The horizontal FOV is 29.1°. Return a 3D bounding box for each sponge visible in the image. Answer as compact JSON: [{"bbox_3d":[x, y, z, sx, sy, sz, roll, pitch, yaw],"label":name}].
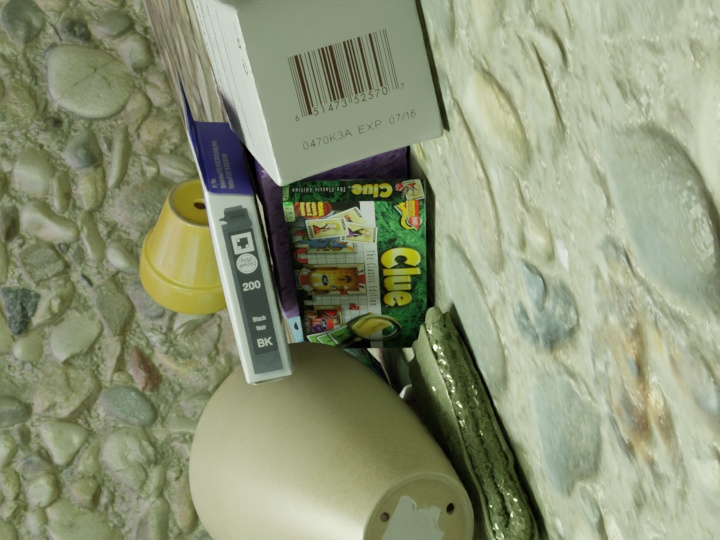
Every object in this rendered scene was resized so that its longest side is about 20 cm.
[{"bbox_3d":[-0.019,-0.039,1.073,0.201,0.111,0.030,86,165,-56],"label":"sponge"}]

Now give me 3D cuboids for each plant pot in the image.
[{"bbox_3d":[-0.291,-0.056,2.488,0.190,0.199,0.202,104,150,-45],"label":"plant pot"},{"bbox_3d":[-0.007,0.168,1.044,0.200,0.186,0.189,21,130,60],"label":"plant pot"}]

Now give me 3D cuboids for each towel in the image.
[{"bbox_3d":[0.081,0.138,1.053,0.149,0.036,0.201,91,159,-67],"label":"towel"}]

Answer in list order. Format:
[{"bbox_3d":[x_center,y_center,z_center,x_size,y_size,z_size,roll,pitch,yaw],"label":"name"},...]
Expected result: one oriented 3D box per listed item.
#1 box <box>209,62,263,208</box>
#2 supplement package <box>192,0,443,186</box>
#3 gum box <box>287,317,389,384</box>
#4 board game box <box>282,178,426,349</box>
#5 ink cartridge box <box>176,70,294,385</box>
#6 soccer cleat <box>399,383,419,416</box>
[{"bbox_3d":[-0.055,-0.117,1.184,0.200,0.099,0.075,-118,13,-52],"label":"box"},{"bbox_3d":[-0.035,-0.147,0.946,0.200,0.116,0.118,-130,24,-68],"label":"supplement package"},{"bbox_3d":[0.009,0.150,1.326,0.170,0.044,0.201,50,-165,-58],"label":"gum box"},{"bbox_3d":[0.000,0.000,1.063,0.201,0.104,0.024,84,-178,-55],"label":"board game box"},{"bbox_3d":[-0.099,-0.043,1.076,0.198,0.043,0.202,-115,12,-67],"label":"ink cartridge box"},{"bbox_3d":[0.064,0.188,1.162,0.078,0.069,0.201,89,164,-52],"label":"soccer cleat"}]
